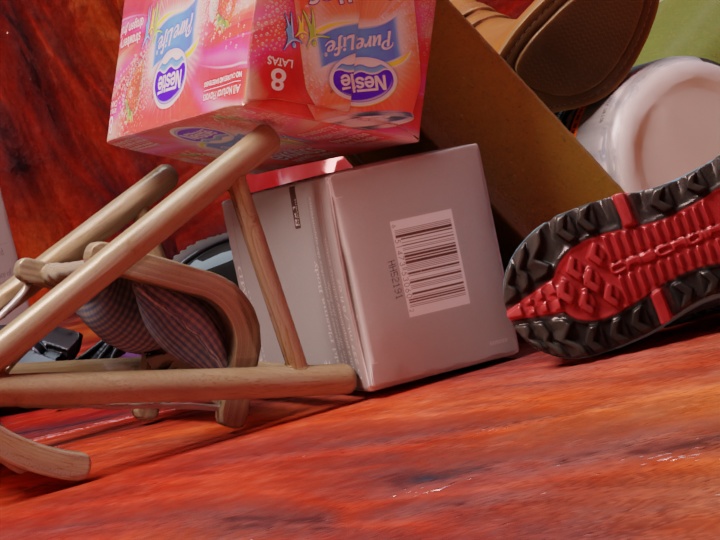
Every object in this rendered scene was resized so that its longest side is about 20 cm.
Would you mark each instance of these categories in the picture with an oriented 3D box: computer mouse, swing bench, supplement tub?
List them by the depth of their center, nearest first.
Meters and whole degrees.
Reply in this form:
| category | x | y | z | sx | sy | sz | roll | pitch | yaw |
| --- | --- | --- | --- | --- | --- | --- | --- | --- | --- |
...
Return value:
| category | x | y | z | sx | sy | sz | roll | pitch | yaw |
| --- | --- | --- | --- | --- | --- | --- | --- | --- | --- |
| swing bench | -0.139 | 0.028 | 0.980 | 0.199 | 0.131 | 0.199 | -20 | 6 | -19 |
| supplement tub | 0.157 | -0.060 | 1.259 | 0.122 | 0.123 | 0.200 | -15 | 2 | -24 |
| computer mouse | -0.215 | 0.043 | 1.381 | 0.199 | 0.046 | 0.140 | -10 | 26 | 48 |

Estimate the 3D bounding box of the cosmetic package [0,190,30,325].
| category | x | y | z | sx | sy | sz | roll | pitch | yaw |
| --- | --- | --- | --- | --- | --- | --- | --- | --- | --- |
| cosmetic package | -0.367 | 0.016 | 1.523 | 0.164 | 0.201 | 0.165 | -12 | 3 | 30 |

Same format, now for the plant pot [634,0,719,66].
| category | x | y | z | sx | sy | sz | roll | pitch | yaw |
| --- | --- | --- | --- | --- | --- | --- | --- | --- | --- |
| plant pot | 0.241 | -0.110 | 1.471 | 0.199 | 0.201 | 0.190 | -12 | 16 | 37 |

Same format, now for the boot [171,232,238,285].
| category | x | y | z | sx | sy | sz | roll | pitch | yaw |
| --- | --- | --- | --- | --- | --- | --- | --- | --- | --- |
| boot | -0.016 | 0.015 | 1.222 | 0.199 | 0.066 | 0.165 | 11 | 38 | 45 |

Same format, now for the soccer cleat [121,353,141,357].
| category | x | y | z | sx | sy | sz | roll | pitch | yaw |
| --- | --- | --- | --- | --- | --- | --- | --- | --- | --- |
| soccer cleat | -0.100 | 0.029 | 1.385 | 0.199 | 0.067 | 0.076 | -10 | 9 | 25 |

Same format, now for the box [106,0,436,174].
| category | x | y | z | sx | sy | sz | roll | pitch | yaw |
| --- | --- | --- | --- | --- | --- | --- | --- | --- | --- |
| box | -0.048 | -0.110 | 1.003 | 0.094 | 0.103 | 0.200 | 9 | -5 | -24 |

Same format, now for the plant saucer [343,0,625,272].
| category | x | y | z | sx | sy | sz | roll | pitch | yaw |
| --- | --- | --- | --- | --- | --- | --- | --- | --- | --- |
| plant saucer | 0.056 | -0.050 | 1.070 | 0.048 | 0.200 | 0.200 | -45 | 7 | -13 |

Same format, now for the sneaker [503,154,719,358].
| category | x | y | z | sx | sy | sz | roll | pitch | yaw |
| --- | --- | --- | --- | --- | --- | --- | --- | --- | --- |
| sneaker | 0.162 | -0.019 | 0.893 | 0.199 | 0.080 | 0.096 | -13 | 1 | 11 |

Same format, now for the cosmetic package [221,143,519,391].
| category | x | y | z | sx | sy | sz | roll | pitch | yaw |
| --- | --- | --- | --- | --- | --- | --- | --- | --- | --- |
| cosmetic package | 0.000 | 0.000 | 1.025 | 0.090 | 0.108 | 0.200 | -13 | 1 | -21 |

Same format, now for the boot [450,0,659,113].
| category | x | y | z | sx | sy | sz | roll | pitch | yaw |
| --- | --- | --- | --- | --- | --- | --- | --- | --- | --- |
| boot | 0.087 | -0.137 | 1.225 | 0.200 | 0.074 | 0.155 | -47 | 27 | 15 |

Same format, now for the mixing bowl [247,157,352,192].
| category | x | y | z | sx | sy | sz | roll | pitch | yaw |
| --- | --- | --- | --- | --- | --- | --- | --- | --- | --- |
| mixing bowl | -0.004 | -0.092 | 1.406 | 0.199 | 0.109 | 0.200 | -17 | -14 | -4 |
